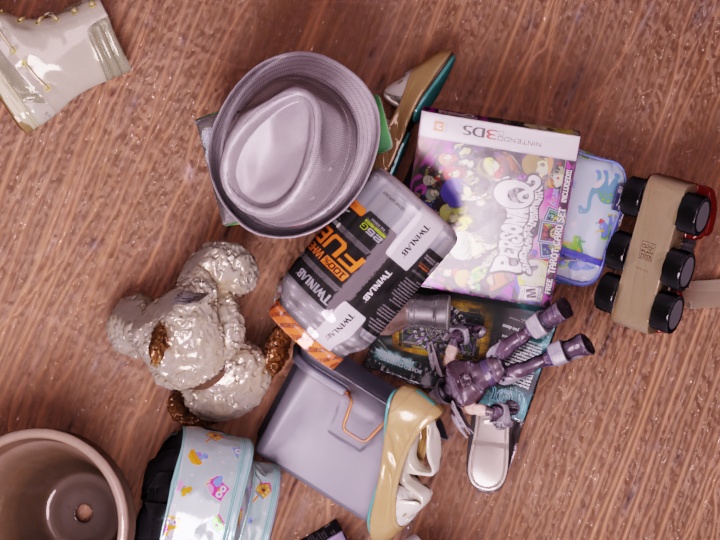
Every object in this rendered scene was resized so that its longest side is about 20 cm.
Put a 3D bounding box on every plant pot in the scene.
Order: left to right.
[{"bbox_3d":[-0.323,0.266,1.621,0.198,0.175,0.202,0,87,8],"label":"plant pot"}]

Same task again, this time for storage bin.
[{"bbox_3d":[-0.019,0.185,1.699,0.199,0.146,0.135,32,97,-7],"label":"storage bin"}]

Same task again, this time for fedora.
[{"bbox_3d":[-0.078,-0.130,1.556,0.176,0.090,0.201,39,100,6],"label":"fedora"}]

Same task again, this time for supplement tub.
[{"bbox_3d":[0.000,0.000,1.615,0.122,0.123,0.200,40,92,-6],"label":"supplement tub"}]

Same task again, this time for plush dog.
[{"bbox_3d":[-0.169,0.093,1.657,0.199,0.161,0.172,-33,120,17],"label":"plush dog"}]

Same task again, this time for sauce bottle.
[{"bbox_3d":[0.003,0.042,1.706,0.198,0.065,0.065,5,90,8],"label":"sauce bottle"}]

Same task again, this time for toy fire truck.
[{"bbox_3d":[0.384,-0.015,1.763,0.128,0.199,0.178,18,101,30],"label":"toy fire truck"}]

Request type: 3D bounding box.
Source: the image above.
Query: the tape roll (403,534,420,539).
[{"bbox_3d":[0.091,0.393,1.679,0.037,0.203,0.204,-26,94,-7],"label":"tape roll"}]

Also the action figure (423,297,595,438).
[{"bbox_3d":[0.158,0.108,1.681,0.199,0.069,0.131,-27,88,17],"label":"action figure"}]

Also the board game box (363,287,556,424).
[{"bbox_3d":[0.117,0.081,1.736,0.198,0.028,0.136,20,86,8],"label":"board game box"}]

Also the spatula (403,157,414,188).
[{"bbox_3d":[0.045,-0.076,1.755,0.056,0.021,0.201,25,84,13],"label":"spatula"}]

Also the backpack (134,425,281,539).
[{"bbox_3d":[-0.168,0.259,1.623,0.152,0.200,0.177,15,72,-2],"label":"backpack"}]

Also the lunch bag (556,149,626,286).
[{"bbox_3d":[0.203,-0.073,1.750,0.198,0.082,0.162,19,92,-7],"label":"lunch bag"}]

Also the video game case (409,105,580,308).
[{"bbox_3d":[0.141,-0.070,1.679,0.179,0.036,0.202,10,105,4],"label":"video game case"}]

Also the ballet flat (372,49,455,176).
[{"bbox_3d":[0.041,-0.177,1.734,0.063,0.069,0.201,27,86,7],"label":"ballet flat"}]

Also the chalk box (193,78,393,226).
[{"bbox_3d":[-0.062,-0.137,1.662,0.198,0.124,0.126,-15,92,11],"label":"chalk box"}]

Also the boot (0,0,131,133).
[{"bbox_3d":[-0.362,-0.275,1.673,0.154,0.072,0.201,-31,100,-6],"label":"boot"}]

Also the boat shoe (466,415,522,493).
[{"bbox_3d":[0.163,0.161,1.765,0.066,0.057,0.202,12,85,8],"label":"boat shoe"}]

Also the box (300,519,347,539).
[{"bbox_3d":[-0.038,0.413,1.723,0.140,0.079,0.201,-29,94,-4],"label":"box"}]

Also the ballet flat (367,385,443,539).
[{"bbox_3d":[0.050,0.219,1.606,0.063,0.069,0.202,22,123,25],"label":"ballet flat"}]
